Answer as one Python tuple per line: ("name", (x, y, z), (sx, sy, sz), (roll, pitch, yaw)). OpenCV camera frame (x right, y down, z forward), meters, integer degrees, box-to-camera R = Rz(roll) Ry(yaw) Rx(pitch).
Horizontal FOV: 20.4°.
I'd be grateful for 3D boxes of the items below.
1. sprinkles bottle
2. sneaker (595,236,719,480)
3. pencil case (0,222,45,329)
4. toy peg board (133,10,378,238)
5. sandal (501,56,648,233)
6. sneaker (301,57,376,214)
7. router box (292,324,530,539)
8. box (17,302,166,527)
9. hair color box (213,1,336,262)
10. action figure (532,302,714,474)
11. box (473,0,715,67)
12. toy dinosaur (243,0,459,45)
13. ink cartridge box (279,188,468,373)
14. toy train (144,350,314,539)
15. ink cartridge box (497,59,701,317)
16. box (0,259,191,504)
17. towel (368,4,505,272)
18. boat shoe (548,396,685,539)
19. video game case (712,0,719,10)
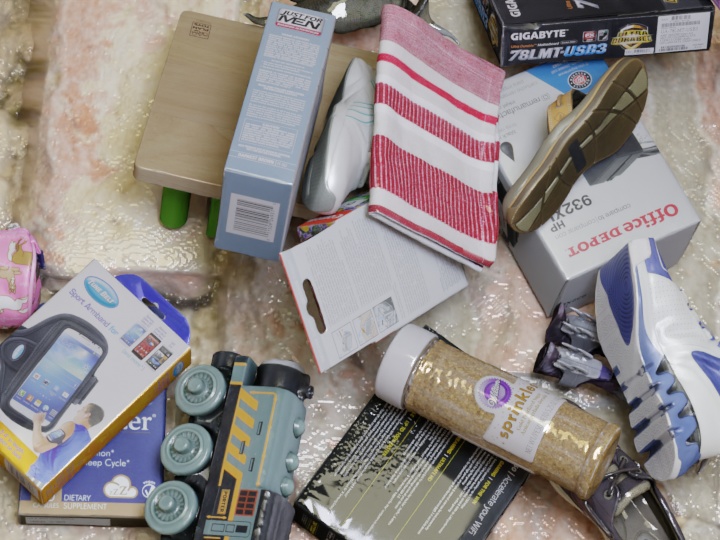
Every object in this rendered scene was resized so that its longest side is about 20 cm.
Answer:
("sprinkles bottle", (0.111, 0.115, 1.639), (0.199, 0.068, 0.068), (26, 66, 16))
("sneaker", (0.275, 0.074, 1.686), (0.114, 0.081, 0.201), (-6, 73, -23))
("pencil case", (-0.371, 0.000, 1.709), (0.198, 0.083, 0.087), (4, 54, -3))
("toy peg board", (-0.089, -0.112, 1.796), (0.198, 0.098, 0.200), (13, 50, -2))
("sandal", (0.180, -0.117, 1.738), (0.054, 0.081, 0.200), (31, 69, 33))
("sneaker", (0.004, -0.109, 1.691), (0.080, 0.071, 0.201), (26, 38, -4))
("router box", (0.057, 0.168, 1.695), (0.149, 0.051, 0.200), (35, 67, 8))
("box", (-0.224, 0.116, 1.701), (0.120, 0.032, 0.201), (2, 65, -5))
("hair color box", (-0.071, -0.118, 1.676), (0.060, 0.099, 0.201), (13, 50, 0))
("action figure", (0.251, 0.098, 1.739), (0.199, 0.070, 0.131), (22, 57, 0))
("box", (0.205, -0.262, 1.856), (0.197, 0.050, 0.201), (-3, 35, -8))
("toy dinosaur", (-0.009, -0.249, 1.834), (0.199, 0.077, 0.102), (-1, 28, -35))
("ink cartridge box", (0.000, 0.000, 1.660), (0.200, 0.050, 0.110), (-30, 106, -43))
("toy train", (-0.103, 0.160, 1.650), (0.113, 0.085, 0.201), (2, 62, 20))
("ink cartridge box", (0.191, -0.082, 1.802), (0.144, 0.084, 0.201), (-23, 70, -16))
("box", (-0.235, 0.083, 1.675), (0.119, 0.042, 0.200), (40, 70, 13))
("towel", (0.066, -0.113, 1.700), (0.144, 0.023, 0.201), (26, 57, -36))
("boat shoe", (0.216, 0.187, 1.672), (0.072, 0.065, 0.201), (-33, 90, -23))
("video game case", (0.403, -0.179, 1.826), (0.036, 0.181, 0.201), (-40, 73, 17))
